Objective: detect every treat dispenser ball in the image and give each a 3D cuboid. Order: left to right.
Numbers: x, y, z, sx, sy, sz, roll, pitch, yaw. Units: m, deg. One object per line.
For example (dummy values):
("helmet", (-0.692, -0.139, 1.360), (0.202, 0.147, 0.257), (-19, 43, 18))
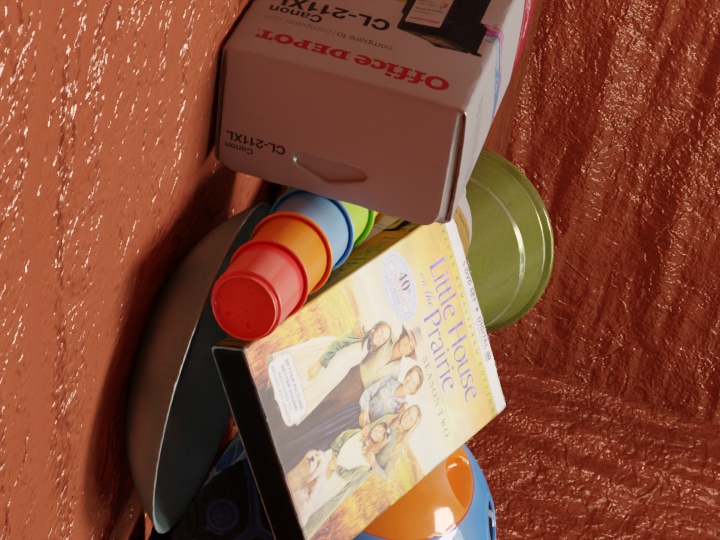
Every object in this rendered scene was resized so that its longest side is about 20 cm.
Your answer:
("treat dispenser ball", (-0.001, 0.190, 1.263), (0.201, 0.199, 0.203), (17, 90, -83))

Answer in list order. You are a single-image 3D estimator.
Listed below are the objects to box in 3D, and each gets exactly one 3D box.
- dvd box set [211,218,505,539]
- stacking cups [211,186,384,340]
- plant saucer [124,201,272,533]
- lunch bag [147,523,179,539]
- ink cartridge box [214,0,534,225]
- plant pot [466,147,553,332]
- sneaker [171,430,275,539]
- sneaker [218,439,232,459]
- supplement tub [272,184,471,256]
("dvd box set", (0.006, 0.066, 1.045), (0.200, 0.029, 0.147), (-34, 115, -42))
("stacking cups", (-0.032, -0.021, 0.989), (0.200, 0.060, 0.061), (-53, 159, -66))
("plant saucer", (-0.100, 0.052, 1.015), (0.201, 0.038, 0.203), (17, 90, -82))
("lunch bag", (-0.098, 0.260, 1.124), (0.201, 0.135, 0.133), (99, 11, -51))
("ink cartridge box", (0.015, -0.132, 1.030), (0.201, 0.145, 0.083), (-66, 168, -48))
("plant pot", (0.063, -0.002, 1.668), (0.190, 0.199, 0.202), (-38, 146, -58))
("sneaker", (-0.062, 0.145, 1.070), (0.201, 0.075, 0.077), (-57, 177, -30))
("sneaker", (-0.078, 0.178, 1.404), (0.075, 0.090, 0.200), (-62, 145, -13))
("supplement tub", (0.000, 0.000, 1.199), (0.145, 0.143, 0.201), (99, 4, -51))
